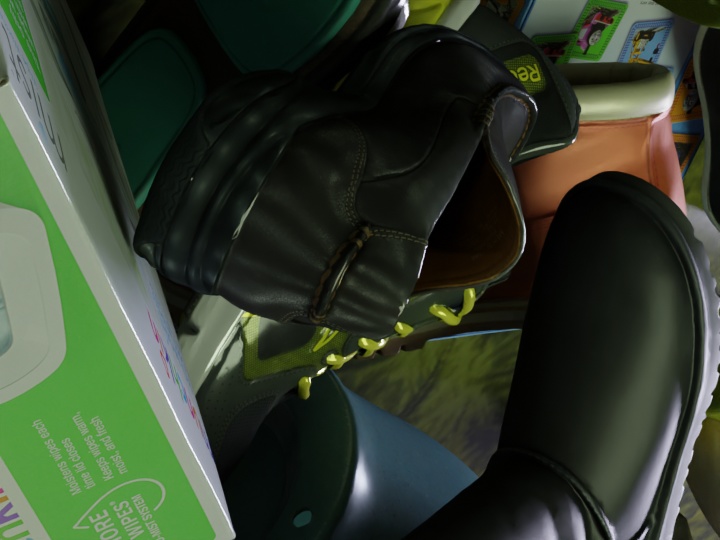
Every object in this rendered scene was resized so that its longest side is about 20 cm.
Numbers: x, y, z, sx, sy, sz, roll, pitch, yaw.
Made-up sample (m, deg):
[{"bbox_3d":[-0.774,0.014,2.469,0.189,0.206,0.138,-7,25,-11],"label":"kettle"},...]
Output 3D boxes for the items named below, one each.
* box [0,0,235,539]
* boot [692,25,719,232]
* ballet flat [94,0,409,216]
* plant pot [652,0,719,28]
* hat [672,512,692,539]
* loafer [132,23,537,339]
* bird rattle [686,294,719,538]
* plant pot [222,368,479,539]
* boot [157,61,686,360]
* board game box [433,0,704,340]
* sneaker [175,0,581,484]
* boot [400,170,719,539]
[{"bbox_3d":[-0.119,-0.032,0.664,0.096,0.177,0.200,-20,143,-1],"label":"box"},{"bbox_3d":[0.193,-0.105,1.008,0.144,0.072,0.200,-52,162,-20],"label":"boot"},{"bbox_3d":[-0.032,-0.073,0.790,0.068,0.068,0.200,-18,163,-46],"label":"ballet flat"},{"bbox_3d":[0.133,-0.183,0.789,0.193,0.200,0.201,-44,147,-6],"label":"plant pot"},{"bbox_3d":[0.089,0.132,1.112,0.200,0.200,0.081,6,93,-51],"label":"hat"},{"bbox_3d":[0.012,-0.018,0.728,0.200,0.072,0.073,-29,149,-62],"label":"loafer"},{"bbox_3d":[0.194,0.090,1.193,0.199,0.164,0.113,17,130,-44],"label":"bird rattle"},{"bbox_3d":[-0.028,0.131,0.951,0.200,0.200,0.188,-42,134,-9],"label":"plant pot"},{"bbox_3d":[0.019,-0.027,0.915,0.199,0.075,0.108,-4,111,-13],"label":"boot"},{"bbox_3d":[0.083,-0.066,1.002,0.151,0.037,0.201,-5,126,-47],"label":"board game box"},{"bbox_3d":[0.000,0.000,0.844,0.201,0.084,0.074,-58,-178,-1],"label":"sneaker"},{"bbox_3d":[0.036,0.076,0.822,0.200,0.065,0.166,-30,127,-47],"label":"boot"}]
